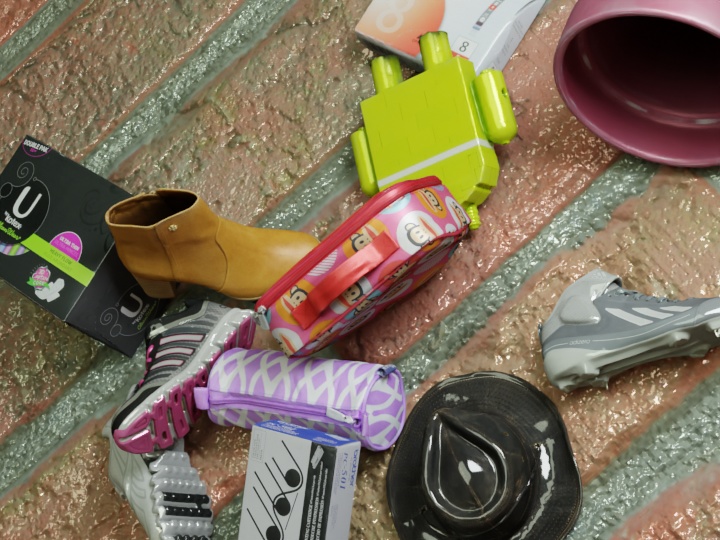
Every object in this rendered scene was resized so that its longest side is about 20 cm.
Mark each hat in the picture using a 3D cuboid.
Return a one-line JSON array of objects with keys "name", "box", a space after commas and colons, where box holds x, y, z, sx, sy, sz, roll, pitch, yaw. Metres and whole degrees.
[{"name": "hat", "box": [0.093, 0.174, 1.254, 0.200, 0.081, 0.202, -12, 63, 24]}]

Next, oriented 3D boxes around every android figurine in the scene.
[{"name": "android figurine", "box": [0.069, -0.127, 1.403, 0.181, 0.041, 0.201, -23, 73, 31]}]

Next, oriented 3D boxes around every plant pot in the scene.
[{"name": "plant pot", "box": [0.292, -0.222, 1.271, 0.199, 0.200, 0.180, 7, 57, 30]}]

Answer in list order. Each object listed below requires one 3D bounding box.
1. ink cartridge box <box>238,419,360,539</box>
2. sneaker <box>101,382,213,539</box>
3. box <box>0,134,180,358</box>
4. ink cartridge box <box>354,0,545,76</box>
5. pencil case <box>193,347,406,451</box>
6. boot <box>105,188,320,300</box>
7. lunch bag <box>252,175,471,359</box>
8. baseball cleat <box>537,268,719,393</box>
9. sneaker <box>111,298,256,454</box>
[{"name": "ink cartridge box", "box": [-0.061, 0.243, 1.284, 0.094, 0.044, 0.201, 11, 96, 30]}, {"name": "sneaker", "box": [-0.203, 0.211, 1.407, 0.081, 0.075, 0.201, -38, 53, 24]}, {"name": "box", "box": [-0.299, -0.026, 1.524, 0.199, 0.124, 0.149, 28, 83, 35]}, {"name": "ink cartridge box", "box": [0.110, -0.292, 1.472, 0.162, 0.050, 0.201, 29, 87, 34]}, {"name": "pencil case", "box": [-0.052, 0.122, 1.348, 0.199, 0.085, 0.084, 4, 113, 33]}, {"name": "boot", "box": [-0.140, -0.031, 1.403, 0.200, 0.144, 0.071, -9, 59, 0]}, {"name": "lunch bag", "box": [0.000, 0.000, 1.306, 0.200, 0.176, 0.082, -40, 84, 19]}, {"name": "baseball cleat", "box": [0.246, 0.035, 1.242, 0.199, 0.070, 0.107, -19, 61, 18]}, {"name": "sneaker", "box": [-0.188, 0.097, 1.401, 0.087, 0.074, 0.200, 23, 51, 23]}]
